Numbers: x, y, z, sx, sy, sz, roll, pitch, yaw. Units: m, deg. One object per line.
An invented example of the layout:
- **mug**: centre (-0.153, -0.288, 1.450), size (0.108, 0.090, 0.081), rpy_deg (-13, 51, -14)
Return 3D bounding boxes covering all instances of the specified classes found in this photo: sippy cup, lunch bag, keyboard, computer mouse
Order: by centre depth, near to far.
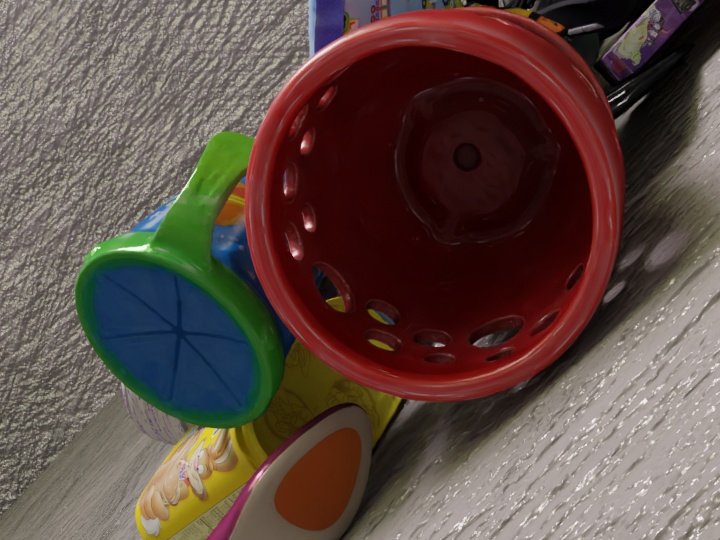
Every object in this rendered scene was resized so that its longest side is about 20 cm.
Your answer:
- **sippy cup**: centre (-0.083, 0.003, 0.839), size (0.177, 0.140, 0.131), rpy_deg (-29, 19, 45)
- **keyboard**: centre (0.175, -0.102, 0.936), size (0.104, 0.040, 0.200), rpy_deg (-32, 1, 30)
- **lunch bag**: centre (0.004, -0.146, 0.938), size (0.200, 0.093, 0.153), rpy_deg (-55, -31, -68)
- **computer mouse**: centre (0.186, -0.228, 1.067), size (0.199, 0.046, 0.141), rpy_deg (-13, 38, 57)

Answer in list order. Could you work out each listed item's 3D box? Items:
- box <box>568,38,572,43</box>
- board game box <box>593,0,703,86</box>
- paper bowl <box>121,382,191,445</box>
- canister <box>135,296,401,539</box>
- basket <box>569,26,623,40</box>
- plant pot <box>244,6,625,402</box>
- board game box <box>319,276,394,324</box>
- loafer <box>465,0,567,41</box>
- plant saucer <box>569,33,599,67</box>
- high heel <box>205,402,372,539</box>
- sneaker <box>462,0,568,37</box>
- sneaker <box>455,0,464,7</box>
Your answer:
- **box**: centre (0.153, -0.207, 1.338), size (0.100, 0.095, 0.201), rpy_deg (-50, 4, 39)
- **board game box**: centre (0.231, -0.195, 1.042), size (0.120, 0.032, 0.200), rpy_deg (-42, 0, 9)
- **paper bowl**: centre (-0.123, 0.068, 1.266), size (0.200, 0.103, 0.203), rpy_deg (-40, -44, -55)
- **canister**: centre (-0.067, 0.122, 0.970), size (0.200, 0.086, 0.149), rpy_deg (-41, 10, 48)
- **basket**: centre (0.260, -0.316, 1.227), size (0.180, 0.136, 0.199), rpy_deg (-47, 10, -37)
- **plant pot**: centre (0.053, -0.047, 0.780), size (0.200, 0.201, 0.182), rpy_deg (-44, 0, 19)
- **board game box**: centre (0.000, 0.000, 1.083), size (0.151, 0.037, 0.201), rpy_deg (-33, 23, 40)
- **loafer**: centre (0.121, -0.246, 1.218), size (0.062, 0.073, 0.201), rpy_deg (-15, 34, -8)
- **plant saucer**: centre (0.139, -0.118, 1.139), size (0.201, 0.027, 0.200), rpy_deg (-55, -1, -2)
- **high heel**: centre (-0.065, 0.161, 0.834), size (0.202, 0.067, 0.096), rpy_deg (-61, 20, -5)
- **sneaker**: centre (0.104, -0.091, 1.010), size (0.070, 0.089, 0.203), rpy_deg (-29, -54, -66)
- **sneaker**: centre (0.070, -0.163, 1.206), size (0.075, 0.202, 0.105), rpy_deg (-16, 23, 17)
